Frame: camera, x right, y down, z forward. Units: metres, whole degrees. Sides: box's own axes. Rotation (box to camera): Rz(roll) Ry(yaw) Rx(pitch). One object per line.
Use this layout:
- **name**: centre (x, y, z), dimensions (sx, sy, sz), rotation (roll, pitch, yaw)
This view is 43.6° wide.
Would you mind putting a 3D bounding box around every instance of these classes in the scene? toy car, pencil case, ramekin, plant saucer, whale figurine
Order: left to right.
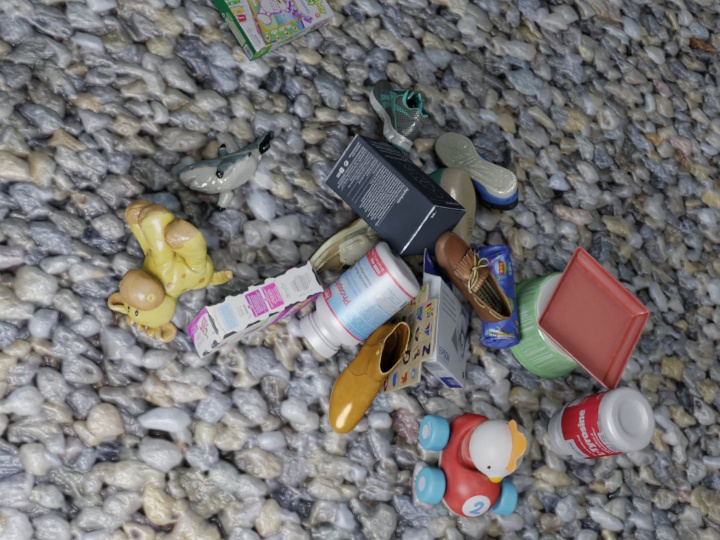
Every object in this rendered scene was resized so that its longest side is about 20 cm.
- **whale figurine**: centre (0.160, -0.091, 1.703), dimensions (0.159, 0.102, 0.205), rotation (-18, 106, -65)
- **toy car**: centre (0.218, 0.326, 1.537), dimensions (0.181, 0.200, 0.180), rotation (14, 69, -20)
- **pencil case**: centre (0.254, 0.046, 1.708), dimensions (0.086, 0.078, 0.204), rotation (8, 71, -36)
- **ramekin**: centre (0.384, 0.099, 1.742), dimensions (0.196, 0.097, 0.204), rotation (8, 71, -23)
- **plant saucer**: centre (0.431, 0.093, 1.690), dimensions (0.199, 0.037, 0.201), rotation (40, 62, -8)

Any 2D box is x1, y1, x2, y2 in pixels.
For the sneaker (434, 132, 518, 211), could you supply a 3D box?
- **sneaker**: centre (0.231, -0.188, 1.779), dimensions (0.199, 0.112, 0.077), rotation (35, 79, 26)

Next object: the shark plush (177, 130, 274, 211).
- **shark plush**: centre (-0.222, -0.199, 1.567), dimensions (0.083, 0.091, 0.200), rotation (32, 64, 21)

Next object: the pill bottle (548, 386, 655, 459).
- **pill bottle**: centre (0.435, 0.285, 1.652), dimensions (0.110, 0.200, 0.115), rotation (8, 70, -22)

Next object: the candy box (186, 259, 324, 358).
- **candy box**: centre (-0.173, 0.063, 1.468), dimensions (0.198, 0.136, 0.062), rotation (-26, 84, -30)

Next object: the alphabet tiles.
- **alphabet tiles**: centre (0.075, 0.119, 1.532), dimensions (0.006, 0.199, 0.170), rotation (15, 68, -23)

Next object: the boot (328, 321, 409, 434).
- **boot**: centre (0.013, 0.178, 1.503), dimensions (0.070, 0.144, 0.204), rotation (28, 76, -9)

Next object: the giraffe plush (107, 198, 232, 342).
- **giraffe plush**: centre (-0.320, 0.012, 1.422), dimensions (0.163, 0.171, 0.201), rotation (-53, 132, -18)

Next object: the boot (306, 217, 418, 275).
- **boot**: centre (0.000, 0.000, 1.603), dimensions (0.199, 0.072, 0.156), rotation (-36, 88, -33)

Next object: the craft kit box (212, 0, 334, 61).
- **craft kit box**: centre (-0.179, -0.522, 1.698), dimensions (0.196, 0.048, 0.202), rotation (-34, 91, -32)

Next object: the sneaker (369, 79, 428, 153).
- **sneaker**: centre (0.079, -0.308, 1.692), dimensions (0.077, 0.091, 0.202), rotation (23, 32, -36)

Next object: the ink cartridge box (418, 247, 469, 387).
- **ink cartridge box**: centre (0.151, 0.088, 1.598), dimensions (0.040, 0.200, 0.204), rotation (-3, 70, 21)

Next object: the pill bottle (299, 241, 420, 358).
- **pill bottle**: centre (-0.004, 0.054, 1.520), dimensions (0.199, 0.109, 0.109), rotation (-40, 93, 10)

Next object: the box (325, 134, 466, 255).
- **box**: centre (0.063, -0.130, 1.583), dimensions (0.200, 0.108, 0.148), rotation (44, 19, 22)

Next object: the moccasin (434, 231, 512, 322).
- **moccasin**: centre (0.202, 0.014, 1.591), dimensions (0.074, 0.077, 0.203), rotation (-43, 112, -26)
